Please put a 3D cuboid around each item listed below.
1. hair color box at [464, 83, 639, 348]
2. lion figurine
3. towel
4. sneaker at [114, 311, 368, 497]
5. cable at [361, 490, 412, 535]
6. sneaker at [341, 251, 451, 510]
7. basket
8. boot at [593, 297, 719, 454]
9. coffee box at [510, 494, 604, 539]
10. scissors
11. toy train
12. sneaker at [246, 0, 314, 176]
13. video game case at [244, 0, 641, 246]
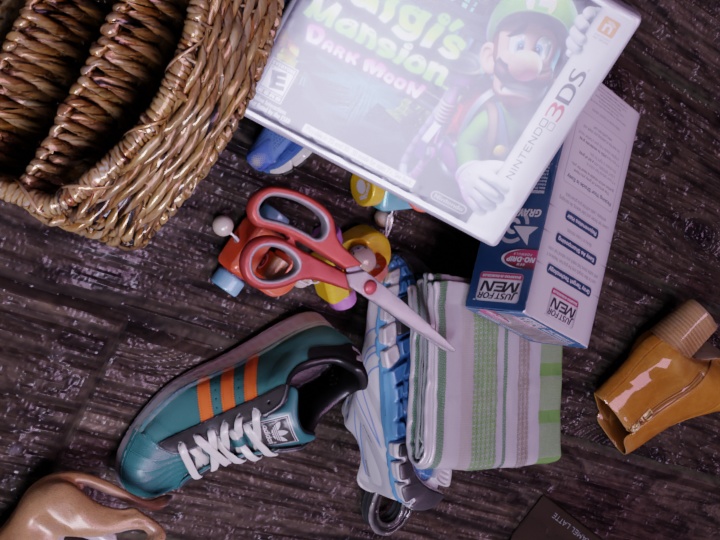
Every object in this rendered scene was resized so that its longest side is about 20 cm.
[{"bbox_3d":[0.152,-0.050,1.195,0.100,0.060,0.201,27,73,-47],"label":"hair color box"},{"bbox_3d":[-0.231,0.198,1.044,0.123,0.072,0.200,46,69,-17],"label":"lion figurine"},{"bbox_3d":[0.102,0.084,1.214,0.200,0.031,0.150,8,84,-52],"label":"towel"},{"bbox_3d":[-0.084,0.106,1.108,0.200,0.080,0.072,-35,131,-17],"label":"sneaker"},{"bbox_3d":[0.048,0.131,1.256,0.097,0.050,0.200,19,97,-44],"label":"cable"},{"bbox_3d":[0.017,0.085,1.196,0.075,0.087,0.201,1,89,-44],"label":"sneaker"},{"bbox_3d":[-0.156,-0.127,0.876,0.149,0.143,0.200,28,93,-46],"label":"basket"},{"bbox_3d":[0.304,0.127,1.473,0.144,0.071,0.201,-45,131,-4],"label":"boot"},{"bbox_3d":[0.231,0.315,1.472,0.080,0.114,0.200,-50,134,-6],"label":"coffee box"},{"bbox_3d":[0.000,0.000,1.087,0.200,0.014,0.073,20,86,-28],"label":"scissors"},{"bbox_3d":[-0.011,-0.042,1.110,0.200,0.056,0.150,-52,136,-5],"label":"toy train"},{"bbox_3d":[-0.036,-0.156,1.020,0.089,0.079,0.200,25,113,-4],"label":"sneaker"},{"bbox_3d":[0.047,-0.134,0.971,0.200,0.023,0.182,27,112,-10],"label":"video game case"}]
